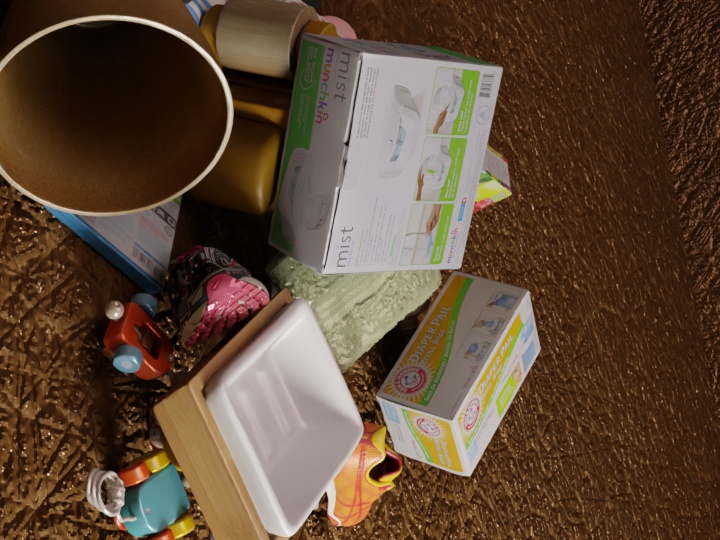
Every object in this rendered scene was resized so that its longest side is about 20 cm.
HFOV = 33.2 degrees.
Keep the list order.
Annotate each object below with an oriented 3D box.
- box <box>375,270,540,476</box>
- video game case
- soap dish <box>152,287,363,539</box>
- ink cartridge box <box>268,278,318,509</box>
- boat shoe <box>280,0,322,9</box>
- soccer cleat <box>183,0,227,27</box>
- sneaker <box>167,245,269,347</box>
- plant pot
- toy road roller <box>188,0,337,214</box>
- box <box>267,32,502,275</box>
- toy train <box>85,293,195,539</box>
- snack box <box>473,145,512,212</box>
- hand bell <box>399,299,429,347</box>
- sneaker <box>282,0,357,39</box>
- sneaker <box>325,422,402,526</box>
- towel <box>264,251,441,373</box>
[{"bbox_3d":[0.116,0.116,1.391,0.200,0.101,0.113,-56,145,-30],"label":"box"},{"bbox_3d":[-0.207,-0.099,1.071,0.143,0.018,0.201,46,39,-43],"label":"video game case"},{"bbox_3d":[-0.082,0.124,1.007,0.158,0.081,0.200,66,25,-12],"label":"soap dish"},{"bbox_3d":[-0.083,0.121,1.159,0.109,0.050,0.201,44,39,-45],"label":"ink cartridge box"},{"bbox_3d":[-0.089,-0.312,1.368,0.065,0.075,0.202,32,37,0],"label":"boat shoe"},{"bbox_3d":[-0.176,-0.249,1.174,0.200,0.069,0.087,-63,163,-65],"label":"soccer cleat"},{"bbox_3d":[-0.133,0.017,1.028,0.075,0.080,0.200,61,-12,-4],"label":"sneaker"},{"bbox_3d":[-0.209,-0.178,0.962,0.186,0.186,0.201,45,19,-44],"label":"plant pot"},{"bbox_3d":[-0.098,-0.143,1.140,0.146,0.122,0.201,-56,152,-46],"label":"toy road roller"},{"bbox_3d":[0.023,-0.105,1.114,0.176,0.097,0.201,-4,111,-39],"label":"box"},{"bbox_3d":[-0.181,0.126,0.966,0.150,0.055,0.201,49,33,-39],"label":"toy train"},{"bbox_3d":[0.044,-0.092,1.321,0.142,0.199,0.053,30,46,-40],"label":"snack box"},{"bbox_3d":[0.059,0.078,1.443,0.104,0.103,0.201,-39,124,-61],"label":"hand bell"},{"bbox_3d":[-0.051,-0.249,1.305,0.075,0.105,0.200,43,44,7],"label":"sneaker"},{"bbox_3d":[0.003,0.208,1.193,0.200,0.077,0.073,85,7,-64],"label":"sneaker"},{"bbox_3d":[0.000,0.000,1.214,0.200,0.036,0.149,-39,111,-35],"label":"towel"}]
